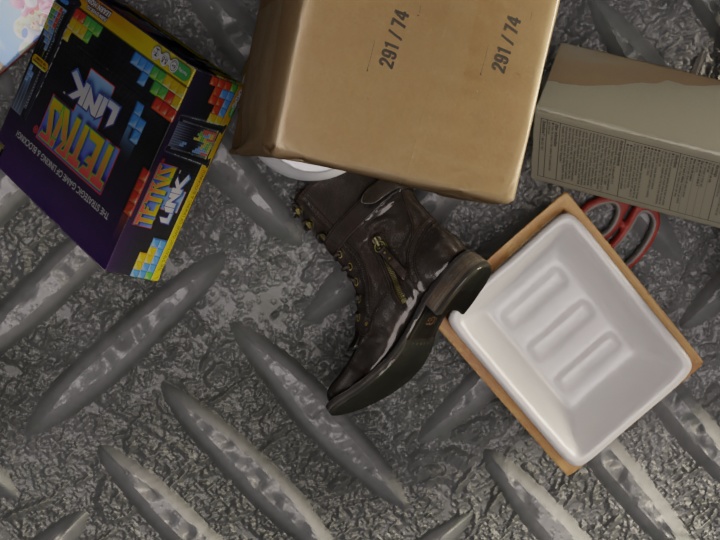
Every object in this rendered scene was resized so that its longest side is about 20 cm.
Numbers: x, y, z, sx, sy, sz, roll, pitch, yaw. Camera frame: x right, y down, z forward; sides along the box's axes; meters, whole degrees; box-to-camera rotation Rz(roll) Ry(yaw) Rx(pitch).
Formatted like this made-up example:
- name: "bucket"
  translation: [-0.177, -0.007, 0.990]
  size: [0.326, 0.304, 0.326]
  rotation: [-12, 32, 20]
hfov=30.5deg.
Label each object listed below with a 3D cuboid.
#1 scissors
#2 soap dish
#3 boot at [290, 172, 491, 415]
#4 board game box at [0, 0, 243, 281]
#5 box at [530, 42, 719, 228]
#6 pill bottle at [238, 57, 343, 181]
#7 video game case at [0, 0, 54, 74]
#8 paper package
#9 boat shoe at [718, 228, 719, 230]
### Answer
- name: "scissors"
  translation: [0.263, -0.091, 1.160]
  size: [0.073, 0.014, 0.201]
  rotation: [35, 97, -9]
- name: "soap dish"
  translation: [0.176, 0.054, 1.150]
  size: [0.157, 0.081, 0.200]
  rotation: [-41, 103, 5]
- name: "boot"
  translation: [0.000, 0.000, 1.110]
  size: [0.200, 0.069, 0.174]
  rotation: [-48, 68, 10]
- name: "board game box"
  translation: [-0.195, -0.114, 1.025]
  size: [0.056, 0.199, 0.167]
  rotation: [14, 107, -48]
- name: "box"
  translation: [0.243, -0.105, 1.068]
  size: [0.197, 0.096, 0.078]
  rotation: [17, 58, 14]
- name: "pill bottle"
  translation: [-0.040, -0.132, 1.028]
  size: [0.110, 0.200, 0.114]
  rotation: [-1, 103, -4]
- name: "video game case"
  translation: [-0.294, -0.256, 1.072]
  size: [0.199, 0.017, 0.143]
  rotation: [-39, 103, 5]
- name: "paper package"
  translation: [0.028, -0.157, 0.880]
  size: [0.188, 0.103, 0.203]
  rotation: [11, 93, -22]
- name: "boat shoe"
  translation: [0.347, -0.052, 1.151]
  size: [0.070, 0.070, 0.203]
  rotation: [11, 108, 34]
